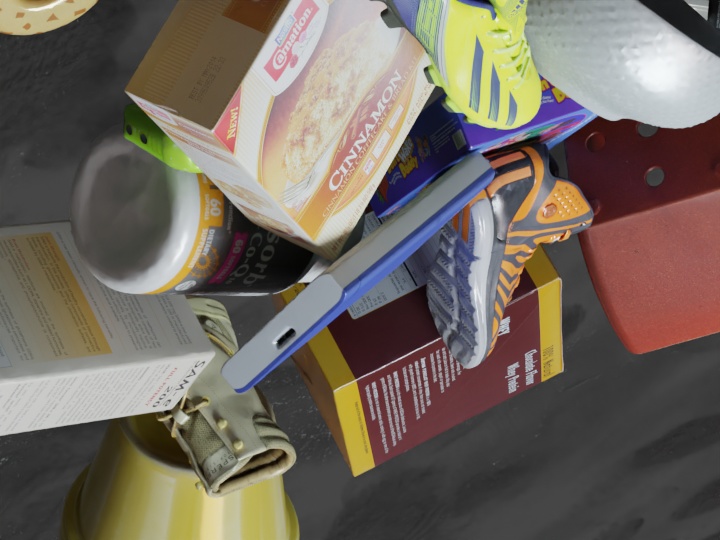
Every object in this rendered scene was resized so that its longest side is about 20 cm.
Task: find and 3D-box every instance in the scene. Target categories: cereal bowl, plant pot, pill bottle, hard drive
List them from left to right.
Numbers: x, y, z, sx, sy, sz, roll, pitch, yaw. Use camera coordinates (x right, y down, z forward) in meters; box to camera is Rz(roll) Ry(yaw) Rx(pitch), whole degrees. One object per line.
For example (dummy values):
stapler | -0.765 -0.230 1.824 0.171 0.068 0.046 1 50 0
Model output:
plant pot | -0.143 0.183 2.049 0.200 0.201 0.190 -16 137 -28
pill bottle | -0.094 -0.041 1.724 0.199 0.117 0.116 1 142 -50
hard drive | 0.000 0.000 1.685 0.132 0.025 0.200 -43 178 41
cereal bowl | 0.155 -0.158 1.632 0.083 0.200 0.200 -53 151 14
plant pot | 0.249 -0.077 1.912 0.199 0.201 0.176 -17 153 24

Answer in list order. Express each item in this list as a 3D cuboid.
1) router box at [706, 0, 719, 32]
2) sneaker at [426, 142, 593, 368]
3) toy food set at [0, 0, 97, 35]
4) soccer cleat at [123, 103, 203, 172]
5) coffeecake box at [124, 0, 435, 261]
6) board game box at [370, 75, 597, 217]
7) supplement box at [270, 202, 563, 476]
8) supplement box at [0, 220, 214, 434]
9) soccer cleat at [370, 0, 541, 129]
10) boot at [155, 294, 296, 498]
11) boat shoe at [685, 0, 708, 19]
router box | 0.269 -0.254 1.678 0.051 0.150 0.200 9 157 9
sneaker | 0.114 -0.012 1.833 0.112 0.078 0.200 -23 146 -22
toy food set | -0.192 -0.205 1.367 0.197 0.049 0.200 -3 145 -46
soccer cleat | -0.074 -0.125 1.652 0.200 0.081 0.068 -34 138 -45
coffeecake box | -0.041 -0.120 1.548 0.154 0.073 0.200 -60 151 -9
board game box | 0.093 -0.102 1.827 0.134 0.045 0.200 -20 174 -23
supplement box | 0.046 0.036 2.017 0.199 0.133 0.197 -26 156 -7
supplement box | -0.216 0.038 1.710 0.199 0.126 0.074 -6 146 -42
soccer cleat | 0.075 -0.148 1.526 0.083 0.065 0.200 -15 146 24
boot | -0.144 0.095 1.887 0.073 0.156 0.200 -42 154 27
boat shoe | 0.274 -0.212 1.876 0.199 0.061 0.074 -1 178 -41
